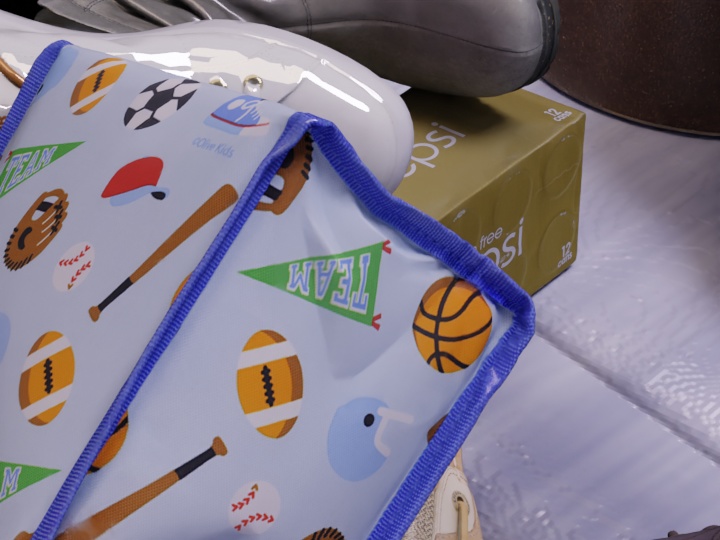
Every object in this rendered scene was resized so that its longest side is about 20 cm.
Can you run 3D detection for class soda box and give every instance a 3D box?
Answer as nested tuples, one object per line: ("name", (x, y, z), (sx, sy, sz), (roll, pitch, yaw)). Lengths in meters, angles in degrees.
("soda box", (0.000, 0.000, 0.968), (0.064, 0.068, 0.200), (23, 39, 29))

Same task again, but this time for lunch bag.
("lunch bag", (-0.070, 0.054, 0.778), (0.201, 0.124, 0.170), (-57, 29, -9))

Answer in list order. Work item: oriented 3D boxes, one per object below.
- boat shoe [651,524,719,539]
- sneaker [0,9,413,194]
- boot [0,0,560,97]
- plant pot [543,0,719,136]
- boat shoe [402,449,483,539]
("boat shoe", (0.103, 0.106, 0.816), (0.065, 0.072, 0.200), (27, 47, 25))
("sneaker", (-0.084, -0.041, 0.884), (0.199, 0.073, 0.085), (8, 21, 4))
("boot", (-0.041, -0.085, 0.973), (0.199, 0.068, 0.131), (19, 36, 28))
("plant pot", (0.158, -0.188, 1.140), (0.186, 0.201, 0.187), (2, 34, -1))
("boat shoe", (0.006, 0.096, 0.840), (0.064, 0.071, 0.201), (37, 35, -18))
